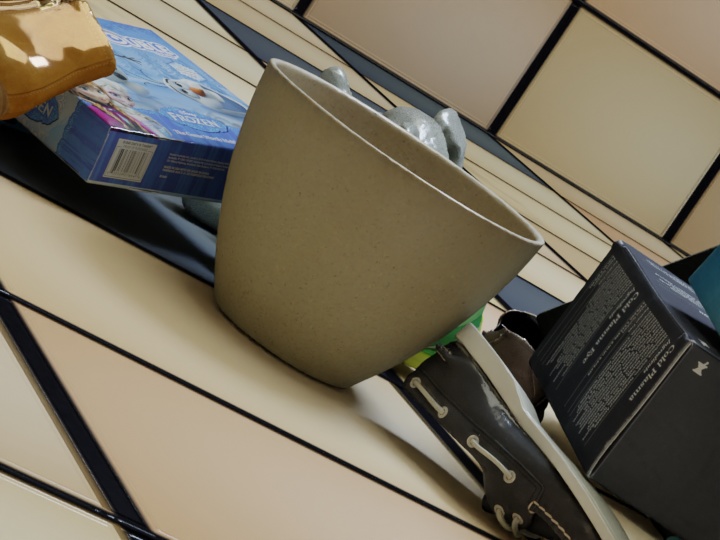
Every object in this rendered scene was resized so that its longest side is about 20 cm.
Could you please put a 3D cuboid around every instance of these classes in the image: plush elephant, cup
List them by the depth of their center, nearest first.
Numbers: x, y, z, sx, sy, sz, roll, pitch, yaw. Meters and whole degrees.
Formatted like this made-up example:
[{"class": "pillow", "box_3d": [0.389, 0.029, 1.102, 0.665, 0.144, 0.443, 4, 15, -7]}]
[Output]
[{"class": "cup", "box_3d": [-0.010, -0.015, 1.544, 0.200, 0.144, 0.200, 34, 8, -5]}, {"class": "plush elephant", "box_3d": [-0.007, -0.066, 1.794, 0.200, 0.155, 0.165, 35, 8, 9]}]

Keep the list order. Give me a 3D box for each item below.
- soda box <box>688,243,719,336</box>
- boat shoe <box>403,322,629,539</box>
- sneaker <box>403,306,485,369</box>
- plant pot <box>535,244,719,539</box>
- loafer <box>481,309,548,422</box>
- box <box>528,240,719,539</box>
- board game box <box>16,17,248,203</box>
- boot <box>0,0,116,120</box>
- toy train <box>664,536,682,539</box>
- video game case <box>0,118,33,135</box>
[{"class": "soda box", "box_3d": [0.256, 0.050, 1.419, 0.064, 0.068, 0.200, 30, 22, -29]}, {"class": "boat shoe", "box_3d": [0.094, 0.119, 1.469, 0.200, 0.060, 0.074, 55, 2, 29]}, {"class": "sneaker", "box_3d": [0.000, 0.000, 1.693, 0.199, 0.084, 0.074, 25, 11, -29]}, {"class": "plant pot", "box_3d": [0.265, 0.089, 1.788, 0.199, 0.199, 0.178, 16, 56, -66]}, {"class": "loafer", "box_3d": [0.115, 0.067, 1.803, 0.073, 0.071, 0.200, 34, 8, 2]}, {"class": "box", "box_3d": [0.222, 0.099, 1.543, 0.200, 0.104, 0.182, 33, 11, -16]}, {"class": "board game box", "box_3d": [-0.155, -0.111, 1.643, 0.199, 0.044, 0.200, 38, 19, 35]}, {"class": "boot", "box_3d": [-0.250, -0.164, 1.510, 0.144, 0.071, 0.201, -25, 63, -38]}, {"class": "toy train", "box_3d": [0.244, 0.209, 1.549, 0.200, 0.056, 0.150, 40, 10, 32]}, {"class": "video game case", "box_3d": [-0.291, -0.144, 1.625, 0.143, 0.018, 0.200, 38, 9, 27]}]
